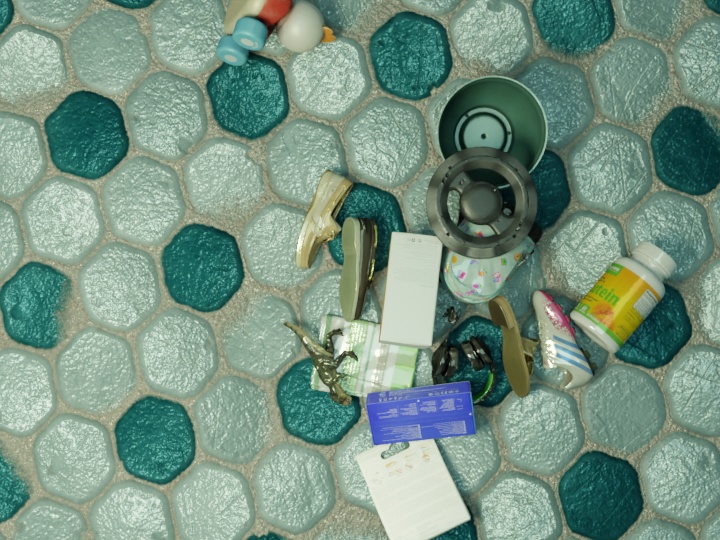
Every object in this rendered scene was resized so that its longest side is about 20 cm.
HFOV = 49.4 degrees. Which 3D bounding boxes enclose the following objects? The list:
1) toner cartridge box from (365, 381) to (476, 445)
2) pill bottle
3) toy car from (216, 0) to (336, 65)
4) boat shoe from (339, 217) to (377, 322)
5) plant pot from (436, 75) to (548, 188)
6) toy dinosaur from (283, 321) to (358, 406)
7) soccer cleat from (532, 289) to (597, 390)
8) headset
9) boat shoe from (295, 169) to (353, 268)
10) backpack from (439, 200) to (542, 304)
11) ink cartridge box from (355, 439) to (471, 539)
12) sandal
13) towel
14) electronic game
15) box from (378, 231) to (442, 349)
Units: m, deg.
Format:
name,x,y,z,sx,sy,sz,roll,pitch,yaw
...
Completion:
name,x,y,z,sx,sy,sz,roll,pitch,yaw
toner cartridge box,0.116,0.272,1.492,0.199,0.043,0.096,-7,112,6
pill bottle,0.499,0.046,1.477,0.111,0.111,0.200,40,90,1
toy car,-0.145,-0.470,1.498,0.199,0.177,0.185,21,75,-26
boat shoe,0.000,0.000,1.509,0.060,0.072,0.203,-1,98,-30
plant pot,0.239,-0.255,1.471,0.199,0.134,0.202,0,97,2
toy dinosaur,-0.059,0.162,1.494,0.088,0.047,0.201,-34,86,4
soccer cleat,0.371,0.136,1.498,0.086,0.070,0.201,-32,89,-2
headset,0.192,0.167,1.490,0.123,0.094,0.201,-13,100,1
boat shoe,-0.068,-0.092,1.509,0.069,0.074,0.201,19,89,7
backpack,0.230,-0.035,1.472,0.166,0.127,0.200,35,83,5
ink cartridge box,0.100,0.423,1.524,0.161,0.050,0.201,-25,71,1
sandal,0.308,0.137,1.489,0.069,0.078,0.213,-25,107,-19
towel,0.010,0.174,1.526,0.199,0.031,0.150,10,90,1
electronic game,0.216,-0.121,1.398,0.199,0.042,0.201,0,89,2
box,0.093,0.040,1.469,0.097,0.124,0.201,7,82,1
